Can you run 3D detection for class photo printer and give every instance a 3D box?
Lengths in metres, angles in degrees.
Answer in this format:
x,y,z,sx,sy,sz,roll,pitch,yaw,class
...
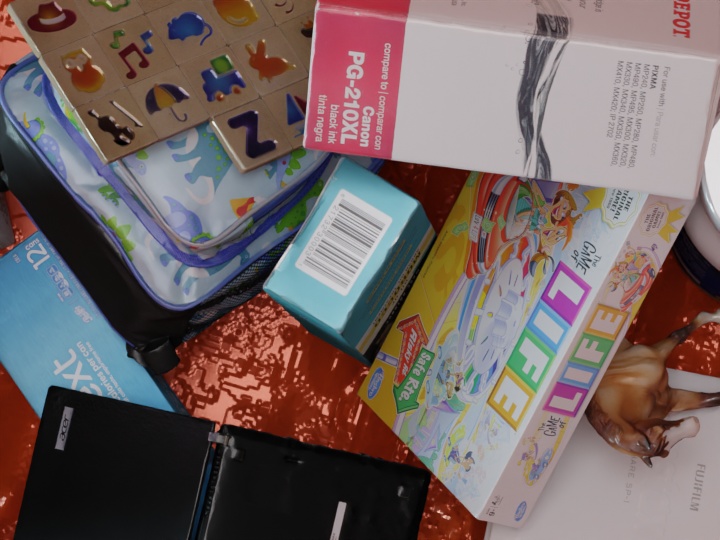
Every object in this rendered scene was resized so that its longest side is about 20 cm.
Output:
x,y,z,sx,sy,sz,roll,pitch,yaw,class
0.172,0.134,1.426,0.199,0.070,0.167,11,58,6,photo printer

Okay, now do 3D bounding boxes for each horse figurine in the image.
x,y,z,sx,sy,sz,roll,pitch,yaw,class
0.133,0.033,1.425,0.132,0.050,0.200,-23,51,-34,horse figurine

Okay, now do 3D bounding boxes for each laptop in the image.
x,y,z,sx,sy,sz,roll,pitch,yaw,class
-0.086,0.172,1.434,0.200,0.103,0.178,14,86,-21,laptop

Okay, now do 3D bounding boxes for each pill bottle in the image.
x,y,z,sx,sy,sz,roll,pitch,yaw,class
0.225,-0.042,1.400,0.115,0.200,0.116,-1,84,5,pill bottle

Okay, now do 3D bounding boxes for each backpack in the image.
x,y,z,sx,sy,sz,roll,pitch,yaw,class
-0.083,-0.080,1.438,0.200,0.147,0.183,-36,83,-27,backpack

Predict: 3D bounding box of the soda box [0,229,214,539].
x,y,z,sx,sy,sz,roll,pitch,yaw,class
-0.145,0.076,1.485,0.068,0.064,0.200,-36,82,0,soda box

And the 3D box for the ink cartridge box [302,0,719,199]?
x,y,z,sx,sy,sz,roll,pitch,yaw,class
0.081,-0.114,1.311,0.199,0.145,0.085,8,120,3,ink cartridge box

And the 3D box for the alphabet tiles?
x,y,z,sx,sy,sz,roll,pitch,yaw,class
-0.080,-0.131,1.371,0.200,0.008,0.167,-26,78,-32,alphabet tiles

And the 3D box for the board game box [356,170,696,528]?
x,y,z,sx,sy,sz,roll,pitch,yaw,class
0.085,0.017,1.383,0.134,0.034,0.200,43,111,49,board game box

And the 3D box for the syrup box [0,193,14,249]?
x,y,z,sx,sy,sz,roll,pitch,yaw,class
-0.265,-0.104,1.506,0.081,0.079,0.201,-15,83,2,syrup box

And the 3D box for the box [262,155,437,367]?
x,y,z,sx,sy,sz,roll,pitch,yaw,class
0.000,0.000,1.413,0.049,0.200,0.082,31,87,9,box
